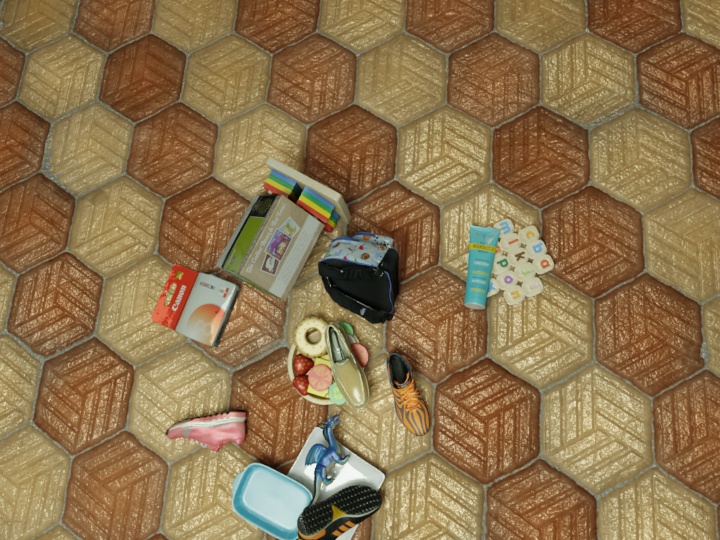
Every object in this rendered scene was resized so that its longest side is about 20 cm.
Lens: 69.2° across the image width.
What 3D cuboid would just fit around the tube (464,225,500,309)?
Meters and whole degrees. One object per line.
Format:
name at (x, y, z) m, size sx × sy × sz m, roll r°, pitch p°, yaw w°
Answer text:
tube at (0.291, -0.010, 1.270) m, size 0.076 × 0.050 × 0.205 m, roll 11°, pitch 75°, yaw 1°

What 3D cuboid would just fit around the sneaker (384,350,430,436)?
sneaker at (0.102, 0.282, 1.192) m, size 0.076 × 0.112 × 0.203 m, roll -24°, pitch 76°, yaw -1°

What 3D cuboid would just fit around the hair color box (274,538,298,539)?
hair color box at (-0.155, 0.621, 1.091) m, size 0.096 × 0.200 × 0.062 m, roll -1°, pitch 76°, yaw 4°

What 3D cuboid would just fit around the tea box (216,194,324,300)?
tea box at (-0.217, -0.059, 1.238) m, size 0.133 × 0.196 × 0.203 m, roll 32°, pitch 80°, yaw -29°

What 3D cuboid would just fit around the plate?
plate at (-0.073, 0.501, 1.198) m, size 0.197 × 0.032 × 0.202 m, roll 31°, pitch 81°, yaw 10°

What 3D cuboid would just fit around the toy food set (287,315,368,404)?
toy food set at (-0.081, 0.218, 1.255) m, size 0.193 × 0.049 × 0.204 m, roll 13°, pitch 78°, yaw 7°

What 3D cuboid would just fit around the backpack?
backpack at (0.000, 0.000, 1.233) m, size 0.186 × 0.203 × 0.156 m, roll 10°, pitch 47°, yaw 14°

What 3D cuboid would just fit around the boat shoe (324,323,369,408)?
boat shoe at (-0.038, 0.218, 1.188) m, size 0.071 × 0.076 × 0.203 m, roll -26°, pitch 77°, yaw -2°

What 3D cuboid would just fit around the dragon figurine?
dragon figurine at (-0.090, 0.425, 1.167) m, size 0.098 × 0.059 × 0.201 m, roll 33°, pitch 74°, yaw 14°

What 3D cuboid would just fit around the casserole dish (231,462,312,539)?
casserole dish at (-0.194, 0.515, 1.171) m, size 0.196 × 0.039 × 0.123 m, roll 23°, pitch 81°, yaw 11°

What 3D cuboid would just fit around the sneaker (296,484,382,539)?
sneaker at (-0.047, 0.539, 1.138) m, size 0.196 × 0.092 × 0.070 m, roll -12°, pitch 39°, yaw -24°

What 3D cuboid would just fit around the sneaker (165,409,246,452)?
sneaker at (-0.363, 0.387, 1.228) m, size 0.195 × 0.074 × 0.089 m, roll -11°, pitch 78°, yaw 2°

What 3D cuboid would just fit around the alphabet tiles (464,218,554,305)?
alphabet tiles at (0.366, -0.022, 1.290) m, size 0.192 × 0.015 × 0.204 m, roll -24°, pitch 76°, yaw 2°

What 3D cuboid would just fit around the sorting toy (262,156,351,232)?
sorting toy at (-0.131, -0.169, 1.271) m, size 0.196 × 0.200 × 0.071 m, roll 29°, pitch 84°, yaw 10°

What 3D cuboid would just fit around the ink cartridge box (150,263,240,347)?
ink cartridge box at (-0.422, 0.081, 1.315) m, size 0.196 × 0.050 × 0.165 m, roll 20°, pitch 79°, yaw 6°
